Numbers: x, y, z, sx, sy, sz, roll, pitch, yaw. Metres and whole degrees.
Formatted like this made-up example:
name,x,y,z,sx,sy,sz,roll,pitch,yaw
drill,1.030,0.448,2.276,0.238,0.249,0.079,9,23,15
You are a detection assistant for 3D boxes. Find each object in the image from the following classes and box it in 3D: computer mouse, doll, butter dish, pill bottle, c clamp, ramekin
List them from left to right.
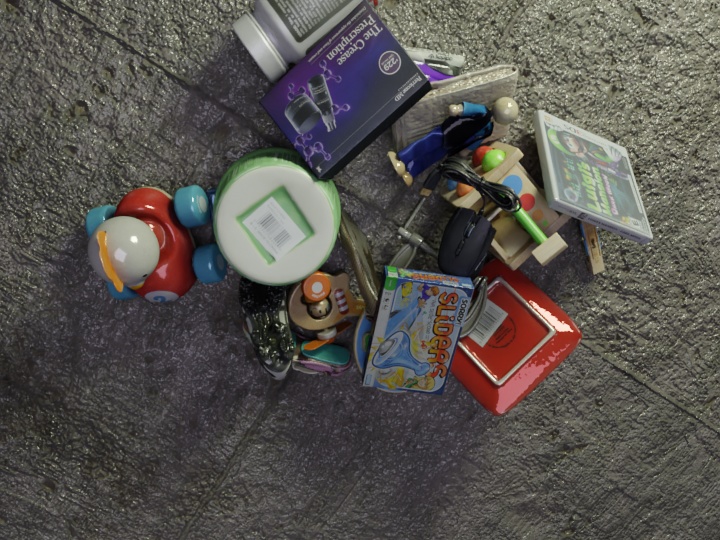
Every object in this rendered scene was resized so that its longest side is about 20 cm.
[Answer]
name,x,y,z,sx,sy,sz,roll,pitch,yaw
ramekin,-0.124,-0.075,0.902,0.197,0.098,0.203,-2,107,-6
pill bottle,-0.078,-0.370,0.864,0.199,0.114,0.114,-37,107,5
c clamp,0.126,0.004,0.985,0.199,0.027,0.171,39,86,9
computer mouse,0.135,-0.065,0.897,0.140,0.046,0.201,37,137,13
doll,0.143,-0.200,0.914,0.198,0.136,0.049,-29,66,12
butter dish,0.235,0.117,1.033,0.200,0.148,0.200,-43,69,-2

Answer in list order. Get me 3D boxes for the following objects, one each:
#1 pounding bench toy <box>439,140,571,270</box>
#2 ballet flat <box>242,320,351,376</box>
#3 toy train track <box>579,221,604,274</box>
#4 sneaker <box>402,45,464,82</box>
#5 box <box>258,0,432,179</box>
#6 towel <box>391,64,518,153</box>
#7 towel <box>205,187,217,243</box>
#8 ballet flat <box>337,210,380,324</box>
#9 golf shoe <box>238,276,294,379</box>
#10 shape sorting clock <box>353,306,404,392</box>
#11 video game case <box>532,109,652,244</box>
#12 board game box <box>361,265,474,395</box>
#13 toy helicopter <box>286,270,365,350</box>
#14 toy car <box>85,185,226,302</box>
name,x,y,z,sx,sy,sz,roll,pitch,yaw
pounding bench toy,0.225,-0.102,0.932,0.124,0.200,0.156,-43,107,7
ballet flat,-0.114,0.142,1.041,0.198,0.070,0.072,20,129,-12
toy train track,0.383,-0.088,1.045,0.114,0.033,0.202,-25,113,-6
sneaker,0.057,-0.289,0.927,0.197,0.070,0.101,5,109,-7
box,-0.019,-0.246,0.851,0.199,0.079,0.142,-40,91,13
towel,0.142,-0.236,0.937,0.197,0.035,0.133,-16,148,-4
towel,-0.139,-0.091,0.973,0.197,0.049,0.113,-10,108,-4
ballet flat,0.000,0.000,0.980,0.046,0.067,0.202,-27,81,22
golf shoe,-0.150,0.081,0.970,0.077,0.202,0.095,-7,142,-8
shape sorting clock,0.080,0.115,1.041,0.197,0.039,0.203,-9,111,-24
video game case,0.356,-0.147,0.941,0.180,0.202,0.023,17,141,-17
board game box,0.084,0.096,0.936,0.133,0.035,0.202,7,118,-6
toy helicopter,-0.027,0.068,1.022,0.197,0.079,0.134,7,99,-21
toy car,-0.322,-0.017,0.877,0.182,0.200,0.179,-10,108,10
